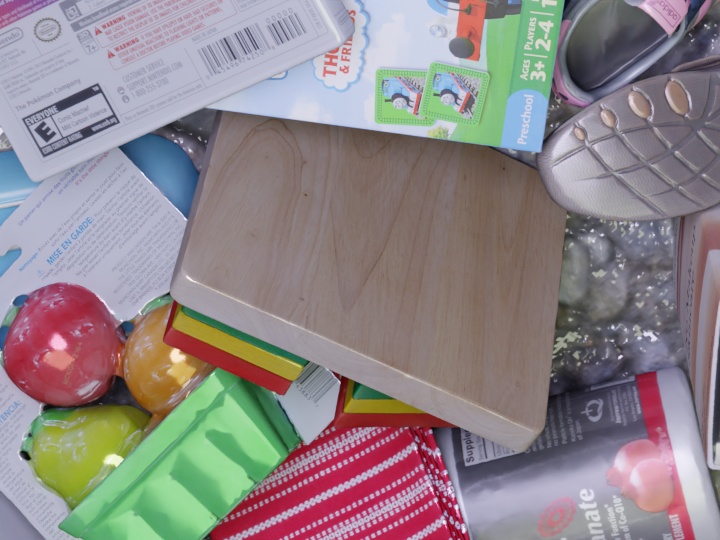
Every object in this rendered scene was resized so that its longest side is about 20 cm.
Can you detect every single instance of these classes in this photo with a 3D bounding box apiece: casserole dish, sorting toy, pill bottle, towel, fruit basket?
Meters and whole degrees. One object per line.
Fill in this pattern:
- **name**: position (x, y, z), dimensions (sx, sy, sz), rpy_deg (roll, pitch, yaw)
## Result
- **casserole dish**: position (-0.170, -0.006, 1.555), dimensions (0.199, 0.039, 0.122), rpy_deg (-9, 116, 4)
- **sorting toy**: position (0.000, 0.000, 1.476), dimensions (0.198, 0.200, 0.070), rpy_deg (24, 129, -11)
- **pill bottle**: position (0.097, 0.129, 1.579), dimensions (0.199, 0.111, 0.111), rpy_deg (-14, 115, 7)
- **towel**: position (-0.026, 0.112, 1.552), dimensions (0.144, 0.022, 0.201), rpy_deg (-25, 75, 19)
- **fruit basket**: position (-0.131, 0.057, 1.524), dimensions (0.200, 0.094, 0.185), rpy_deg (47, 105, 7)

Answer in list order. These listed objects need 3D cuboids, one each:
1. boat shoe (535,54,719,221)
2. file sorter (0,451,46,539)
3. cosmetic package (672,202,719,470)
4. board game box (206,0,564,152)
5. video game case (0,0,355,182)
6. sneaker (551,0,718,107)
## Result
- **boat shoe**: position (0.182, -0.074, 1.478), dimensions (0.199, 0.073, 0.075), rpy_deg (-17, 94, -12)
- **file sorter**: position (-0.251, 0.177, 1.534), dimensions (0.124, 0.200, 0.139), rpy_deg (-32, 84, 18)
- **cosmetic package**: position (0.214, 0.013, 1.474), dimensions (0.087, 0.200, 0.104), rpy_deg (0, 114, 1)
- **board game box**: position (0.002, -0.144, 1.399), dimensions (0.199, 0.037, 0.152), rpy_deg (8, 118, 2)
- **video game case**: position (-0.126, -0.156, 1.382), dimensions (0.199, 0.023, 0.183), rpy_deg (-21, 105, 30)
- **sneaker**: position (0.170, -0.158, 1.456), dimensions (0.070, 0.082, 0.200), rpy_deg (37, 110, -15)
